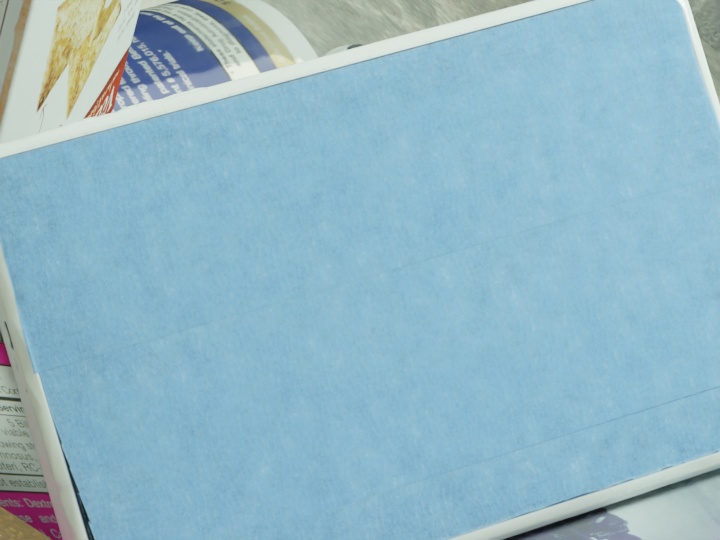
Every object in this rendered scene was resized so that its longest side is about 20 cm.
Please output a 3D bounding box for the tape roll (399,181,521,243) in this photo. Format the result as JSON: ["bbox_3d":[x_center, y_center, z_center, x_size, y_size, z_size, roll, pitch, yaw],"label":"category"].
[{"bbox_3d":[0.000,0.000,0.845,0.203,0.201,0.071,-81,155,-72],"label":"tape roll"}]

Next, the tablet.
[{"bbox_3d":[0.010,0.008,0.731,0.014,0.199,0.131,156,-82,-72],"label":"tablet"}]

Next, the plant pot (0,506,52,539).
[{"bbox_3d":[-0.119,0.112,0.564,0.198,0.201,0.200,37,14,14],"label":"plant pot"}]

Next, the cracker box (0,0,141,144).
[{"bbox_3d":[-0.090,-0.096,0.763,0.057,0.201,0.134,22,32,3],"label":"cracker box"}]

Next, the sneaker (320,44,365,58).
[{"bbox_3d":[-0.027,-0.009,1.089,0.129,0.080,0.200,16,-34,29],"label":"sneaker"}]

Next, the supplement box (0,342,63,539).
[{"bbox_3d":[-0.093,0.117,0.746,0.200,0.101,0.103,48,20,28],"label":"supplement box"}]

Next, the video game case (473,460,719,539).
[{"bbox_3d":[0.033,0.080,0.724,0.200,0.142,0.019,-90,170,-73],"label":"video game case"}]

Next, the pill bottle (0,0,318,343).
[{"bbox_3d":[-0.109,-0.020,0.955,0.199,0.111,0.111,-18,54,-37],"label":"pill bottle"}]
